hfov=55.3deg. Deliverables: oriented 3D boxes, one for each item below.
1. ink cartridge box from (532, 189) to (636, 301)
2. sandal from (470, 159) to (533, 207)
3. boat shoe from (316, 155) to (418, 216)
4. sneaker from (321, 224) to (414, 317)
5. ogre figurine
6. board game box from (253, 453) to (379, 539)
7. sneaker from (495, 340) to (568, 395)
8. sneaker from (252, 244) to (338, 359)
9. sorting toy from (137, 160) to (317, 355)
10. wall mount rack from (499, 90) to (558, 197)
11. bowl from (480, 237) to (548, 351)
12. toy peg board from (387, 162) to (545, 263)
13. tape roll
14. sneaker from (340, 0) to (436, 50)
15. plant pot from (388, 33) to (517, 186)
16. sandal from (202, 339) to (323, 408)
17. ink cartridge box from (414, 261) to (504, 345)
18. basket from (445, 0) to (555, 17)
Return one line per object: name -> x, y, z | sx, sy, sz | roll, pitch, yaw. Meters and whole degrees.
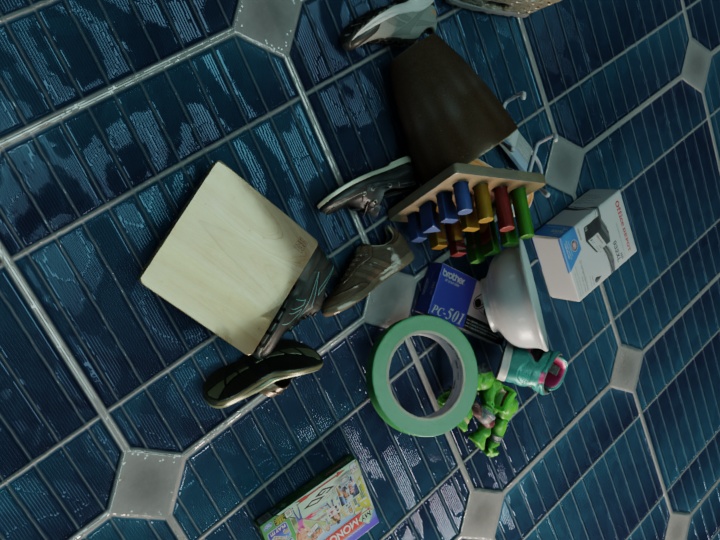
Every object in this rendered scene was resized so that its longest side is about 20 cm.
ink cartridge box -> 0.460, -0.055, 1.406 | 0.198, 0.083, 0.148 | -34, 111, -24
sandal -> 0.262, -0.156, 1.287 | 0.203, 0.059, 0.082 | 18, 86, -32
boat shoe -> 0.019, -0.123, 1.130 | 0.197, 0.074, 0.067 | -29, 91, -35
sneaker -> 0.000, 0.000, 1.150 | 0.198, 0.070, 0.077 | -35, 94, -27
ogre figurine -> 0.232, 0.259, 1.294 | 0.200, 0.098, 0.120 | 45, 83, -13
board game box -> -0.070, 0.424, 1.165 | 0.197, 0.029, 0.138 | -29, 109, -26
sneaker -> 0.323, 0.166, 1.275 | 0.200, 0.118, 0.086 | -37, 143, -66
sneaker -> -0.101, 0.056, 1.077 | 0.079, 0.075, 0.203 | 40, 73, -33
sorting toy -> -0.196, -0.017, 1.012 | 0.199, 0.069, 0.202 | 38, 76, -28
wall mount rack -> 0.301, -0.228, 1.270 | 0.199, 0.074, 0.177 | 42, 51, -26
bowl -> 0.268, 0.052, 1.222 | 0.088, 0.202, 0.206 | -15, 109, 16
toy peg board -> 0.182, -0.084, 1.151 | 0.194, 0.199, 0.101 | 1, 72, -31
tape roll -> 0.107, 0.182, 1.195 | 0.194, 0.048, 0.207 | 2, 81, -15
sneaker -> 0.054, -0.396, 1.126 | 0.197, 0.073, 0.081 | -31, 115, -25
plant pot -> 0.134, -0.276, 1.140 | 0.185, 0.186, 0.203 | -34, 98, -23
sandal -> -0.151, 0.165, 1.069 | 0.197, 0.080, 0.059 | -19, 131, -26
ink cartridge box -> 0.198, 0.064, 1.281 | 0.197, 0.044, 0.097 | 24, 81, -31
basket -> 0.263, -0.565, 1.177 | 0.193, 0.160, 0.207 | -3, 95, -30
